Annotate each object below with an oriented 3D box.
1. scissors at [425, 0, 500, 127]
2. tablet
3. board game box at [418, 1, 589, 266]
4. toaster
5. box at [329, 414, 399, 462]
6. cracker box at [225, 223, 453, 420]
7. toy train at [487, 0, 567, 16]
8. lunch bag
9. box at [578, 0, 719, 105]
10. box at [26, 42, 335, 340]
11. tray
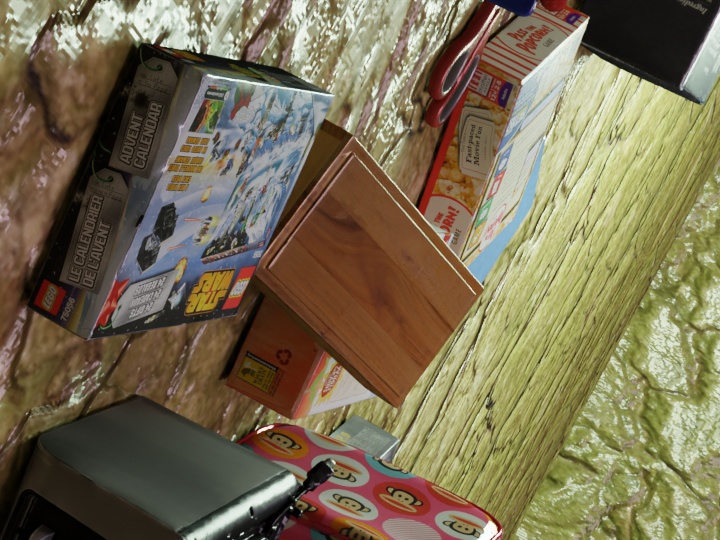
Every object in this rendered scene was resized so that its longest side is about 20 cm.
[{"bbox_3d":[0.097,-0.194,1.421,0.200,0.014,0.073,-60,164,-14],"label":"scissors"},{"bbox_3d":[0.113,-0.023,1.793,0.200,0.014,0.130,-55,165,-25],"label":"tablet"},{"bbox_3d":[0.106,-0.100,1.552,0.151,0.046,0.201,-44,157,-54],"label":"board game box"},{"bbox_3d":[-0.128,0.177,1.079,0.181,0.118,0.200,-65,165,15],"label":"toaster"},{"bbox_3d":[-0.049,0.224,1.601,0.200,0.048,0.159,-36,150,-61],"label":"box"},{"bbox_3d":[-0.010,0.023,1.341,0.134,0.058,0.200,-65,165,8],"label":"cracker box"},{"bbox_3d":[0.132,-0.268,1.277,0.116,0.084,0.201,-50,164,-76],"label":"toy train"},{"bbox_3d":[-0.006,0.177,1.359,0.176,0.199,0.082,-33,143,-63],"label":"lunch bag"},{"bbox_3d":[0.292,-0.266,1.764,0.201,0.117,0.197,-65,166,7],"label":"box"},{"bbox_3d":[-0.085,-0.039,0.991,0.137,0.040,0.200,-66,166,8],"label":"box"},{"bbox_3d":[0.000,0.000,1.204,0.099,0.037,0.200,-53,141,-7],"label":"tray"}]
